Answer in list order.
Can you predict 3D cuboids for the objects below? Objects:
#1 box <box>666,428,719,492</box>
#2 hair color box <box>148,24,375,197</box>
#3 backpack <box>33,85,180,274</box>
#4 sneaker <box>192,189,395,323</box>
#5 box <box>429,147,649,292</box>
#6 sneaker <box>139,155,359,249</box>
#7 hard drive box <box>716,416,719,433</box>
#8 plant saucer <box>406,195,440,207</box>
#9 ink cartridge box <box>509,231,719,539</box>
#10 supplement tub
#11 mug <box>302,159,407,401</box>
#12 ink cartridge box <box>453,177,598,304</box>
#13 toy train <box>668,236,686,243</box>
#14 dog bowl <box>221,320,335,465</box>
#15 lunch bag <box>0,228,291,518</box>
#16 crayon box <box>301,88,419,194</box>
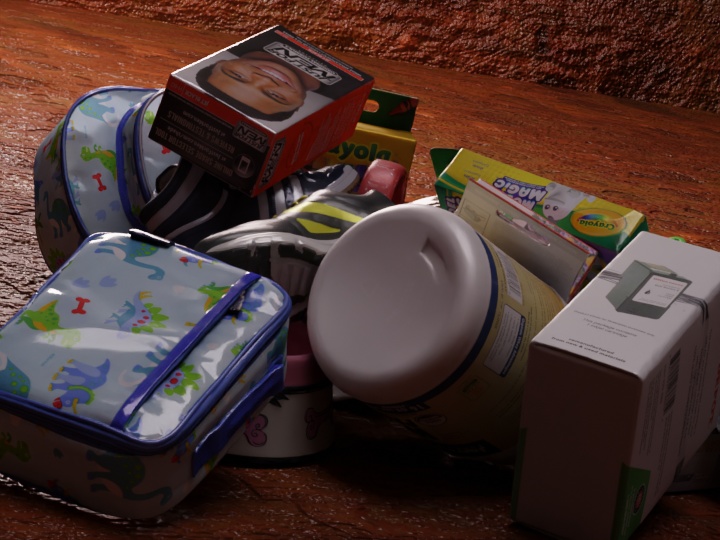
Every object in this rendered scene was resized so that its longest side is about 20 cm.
[{"bbox_3d":[0.218,0.123,1.693,0.199,0.049,0.158,2,16,-42],"label":"box"},{"bbox_3d":[-0.076,-0.131,1.721,0.101,0.061,0.200,29,27,12],"label":"hair color box"},{"bbox_3d":[-0.166,-0.071,1.809,0.199,0.184,0.147,1,-20,-29],"label":"backpack"},{"bbox_3d":[-0.042,-0.014,1.559,0.199,0.075,0.085,-3,37,-33],"label":"sneaker"},{"bbox_3d":[0.138,-0.024,1.694,0.199,0.048,0.118,24,-29,34],"label":"box"},{"bbox_3d":[-0.091,-0.061,1.720,0.109,0.070,0.200,49,49,4],"label":"sneaker"},{"bbox_3d":[0.337,0.092,1.648,0.155,0.077,0.201,3,50,-46],"label":"hard drive box"},{"bbox_3d":[0.082,-0.012,1.893,0.199,0.200,0.030,8,56,-22],"label":"plant saucer"},{"bbox_3d":[0.186,0.081,1.490,0.084,0.147,0.200,17,30,23],"label":"ink cartridge box"},{"bbox_3d":[0.070,0.052,1.526,0.144,0.145,0.200,23,-7,40],"label":"supplement tub"},{"bbox_3d":[0.006,0.010,1.725,0.134,0.177,0.200,48,11,2],"label":"mug"},{"bbox_3d":[0.118,-0.011,1.631,0.109,0.050,0.200,32,-27,8],"label":"ink cartridge box"},{"bbox_3d":[0.235,0.038,1.727,0.056,0.042,0.200,-7,33,15],"label":"toy train"},{"bbox_3d":[-0.108,0.069,1.531,0.199,0.074,0.200,12,12,-3],"label":"dog bowl"},{"bbox_3d":[-0.141,0.062,1.359,0.160,0.083,0.200,20,38,19],"label":"lunch bag"},{"bbox_3d":[-0.026,-0.069,1.948,0.126,0.201,0.051,11,12,-8],"label":"crayon box"}]
